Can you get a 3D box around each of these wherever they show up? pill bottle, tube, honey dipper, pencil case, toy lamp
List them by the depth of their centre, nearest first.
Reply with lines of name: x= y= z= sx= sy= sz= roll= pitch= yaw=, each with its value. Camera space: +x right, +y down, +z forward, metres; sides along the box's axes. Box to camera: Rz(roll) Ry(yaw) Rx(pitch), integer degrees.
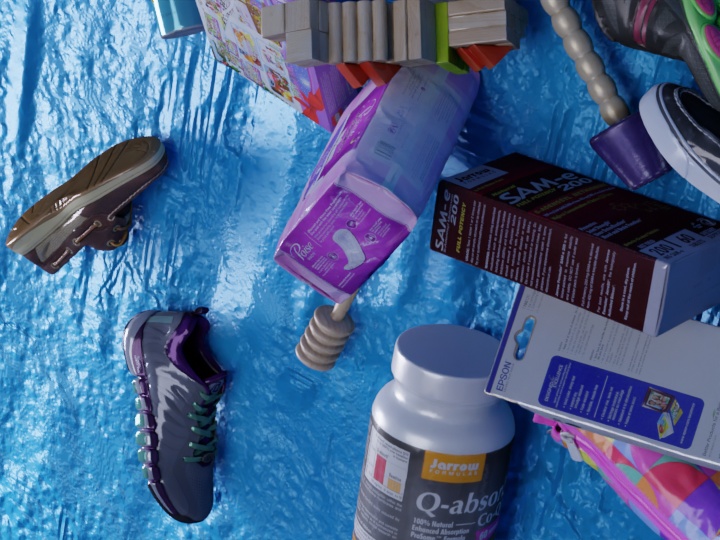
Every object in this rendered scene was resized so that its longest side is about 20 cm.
toy lamp: x=0.165 y=-0.153 z=1.510 sx=0.058 sy=0.058 sz=0.200 roll=-31 pitch=88 yaw=42
pencil case: x=0.227 y=0.154 z=1.548 sx=0.200 sy=0.088 sz=0.088 roll=41 pitch=127 yaw=21
pill bottle: x=0.061 y=0.152 z=1.664 sx=0.116 sy=0.116 sz=0.200 roll=25 pitch=120 yaw=32
honey dipper: x=0.000 y=0.000 z=1.717 sx=0.038 sy=0.038 sz=0.200 roll=42 pitch=125 yaw=21
tube: x=-0.168 y=-0.298 z=1.756 sx=0.077 sy=0.050 sz=0.200 roll=-15 pitch=90 yaw=34

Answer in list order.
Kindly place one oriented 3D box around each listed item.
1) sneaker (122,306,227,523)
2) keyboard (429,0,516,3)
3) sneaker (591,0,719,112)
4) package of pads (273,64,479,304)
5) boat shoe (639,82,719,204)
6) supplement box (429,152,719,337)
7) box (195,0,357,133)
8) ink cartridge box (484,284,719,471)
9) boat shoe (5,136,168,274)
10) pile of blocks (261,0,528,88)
sneaker: x=-0.154 y=0.131 z=1.868 sx=0.088 sy=0.074 sz=0.200 roll=-9 pitch=98 yaw=36
keyboard: x=0.085 y=-0.211 z=1.594 sx=0.056 sy=0.011 sz=0.200 roll=52 pitch=131 yaw=7
sneaker: x=0.215 y=-0.184 z=1.458 sx=0.200 sy=0.077 sz=0.084 roll=57 pitch=139 yaw=23
package of pads: x=0.015 y=-0.080 z=1.571 sx=0.076 sy=0.200 sz=0.121 roll=34 pitch=131 yaw=-8
boat shoe: x=0.281 y=-0.070 z=1.435 sx=0.200 sy=0.072 sz=0.068 roll=47 pitch=131 yaw=15
supplement box: x=0.163 y=-0.023 z=1.525 sx=0.200 sy=0.109 sz=0.061 roll=21 pitch=117 yaw=32
box: x=-0.075 y=-0.209 z=1.638 sx=0.137 sy=0.039 sz=0.200 roll=35 pitch=159 yaw=27
ink cartridge box: x=0.200 y=0.076 z=1.512 sx=0.200 sy=0.039 sz=0.099 roll=18 pitch=82 yaw=17
boat shoe: x=-0.236 y=-0.053 z=1.886 sx=0.200 sy=0.072 sz=0.072 roll=-31 pitch=114 yaw=31
pile of blocks: x=0.027 y=-0.164 z=1.543 sx=0.200 sy=0.082 sz=0.062 roll=-1 pitch=83 yaw=-1
